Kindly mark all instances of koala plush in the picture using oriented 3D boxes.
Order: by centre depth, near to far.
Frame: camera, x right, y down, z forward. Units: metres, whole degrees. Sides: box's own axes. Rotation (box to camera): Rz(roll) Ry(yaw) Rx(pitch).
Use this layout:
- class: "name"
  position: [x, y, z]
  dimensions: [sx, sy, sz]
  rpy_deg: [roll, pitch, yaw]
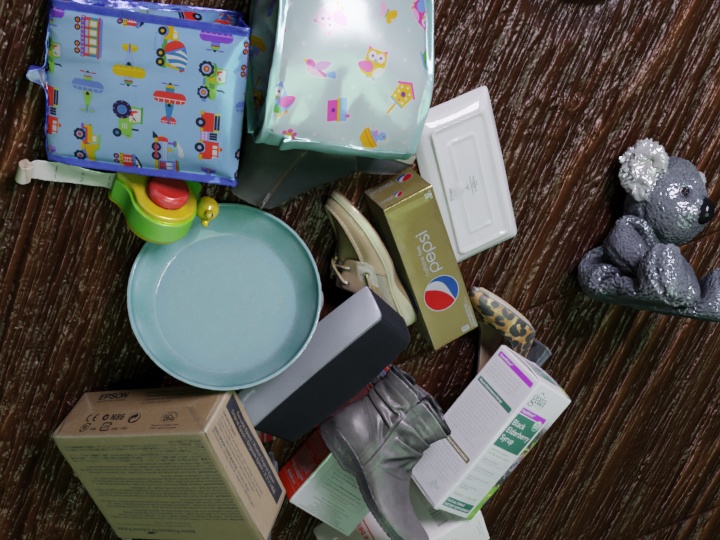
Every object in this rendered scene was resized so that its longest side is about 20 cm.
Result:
- class: "koala plush"
  position: [0.371, -0.053, 1.105]
  dimensions: [0.176, 0.183, 0.202]
  rpy_deg: [14, 86, -37]

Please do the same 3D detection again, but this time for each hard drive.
- class: "hard drive"
  position: [-0.039, 0.111, 0.970]
  dimensions: [0.200, 0.042, 0.135]
  rpy_deg: [-40, 151, 4]

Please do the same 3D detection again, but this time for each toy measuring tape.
- class: "toy measuring tape"
  position: [-0.232, -0.065, 0.864]
  dimensions: [0.198, 0.074, 0.074]
  rpy_deg: [6, 110, -29]

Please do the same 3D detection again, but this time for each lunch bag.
- class: "lunch bag"
  position: [-0.211, -0.171, 0.831]
  dimensions: [0.198, 0.094, 0.152]
  rpy_deg: [3, 114, -14]
- class: "lunch bag"
  position: [-0.021, -0.208, 0.843]
  dimensions: [0.169, 0.122, 0.203]
  rpy_deg: [4, 86, -25]

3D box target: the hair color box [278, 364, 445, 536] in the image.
- class: "hair color box"
  position: [0.004, 0.221, 1.104]
  dimensions: [0.111, 0.064, 0.200]
  rpy_deg: [39, 95, -30]

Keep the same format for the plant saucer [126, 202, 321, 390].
- class: "plant saucer"
  position: [-0.140, 0.029, 0.918]
  dimensions: [0.197, 0.036, 0.202]
  rpy_deg: [3, 71, -7]

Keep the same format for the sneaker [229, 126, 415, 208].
- class: "sneaker"
  position: [-0.041, -0.116, 0.941]
  dimensions: [0.198, 0.075, 0.107]
  rpy_deg: [8, 127, -32]

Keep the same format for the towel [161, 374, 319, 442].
- class: "towel"
  position: [-0.129, 0.153, 1.022]
  dimensions: [0.198, 0.023, 0.146]
  rpy_deg: [-12, 132, -19]

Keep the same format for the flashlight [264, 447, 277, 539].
- class: "flashlight"
  position: [-0.134, 0.316, 1.084]
  dimensions: [0.067, 0.068, 0.202]
  rpy_deg: [-6, 114, -22]

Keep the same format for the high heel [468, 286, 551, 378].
- class: "high heel"
  position: [0.157, 0.115, 1.115]
  dimensions: [0.143, 0.071, 0.200]
  rpy_deg: [-50, 131, -4]

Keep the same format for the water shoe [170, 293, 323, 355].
- class: "water shoe"
  position: [-0.126, 0.071, 0.971]
  dimensions: [0.198, 0.079, 0.072]
  rpy_deg: [-18, 119, -15]

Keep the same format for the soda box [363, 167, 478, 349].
- class: "soda box"
  position: [0.072, -0.012, 1.026]
  dimensions: [0.064, 0.068, 0.201]
  rpy_deg: [-28, 120, -9]

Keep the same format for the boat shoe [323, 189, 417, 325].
- class: "boat shoe"
  position: [0.000, 0.000, 1.001]
  dimensions: [0.065, 0.072, 0.201]
  rpy_deg: [-32, 126, -7]

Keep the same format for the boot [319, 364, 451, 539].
- class: "boot"
  position: [0.055, 0.221, 1.022]
  dimensions: [0.131, 0.070, 0.201]
  rpy_deg: [-34, 96, 0]

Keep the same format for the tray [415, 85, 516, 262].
- class: "tray"
  position: [0.127, -0.104, 1.036]
  dimensions: [0.106, 0.022, 0.202]
  rpy_deg: [-24, 120, -11]

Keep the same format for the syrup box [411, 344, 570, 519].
- class: "syrup box"
  position: [0.154, 0.198, 1.077]
  dimensions: [0.078, 0.082, 0.201]
  rpy_deg: [30, 103, -43]

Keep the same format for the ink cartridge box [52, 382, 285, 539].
- class: "ink cartridge box"
  position: [-0.201, 0.208, 0.944]
  dimensions: [0.198, 0.075, 0.166]
  rpy_deg: [-6, 124, 23]

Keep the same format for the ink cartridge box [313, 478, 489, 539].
- class: "ink cartridge box"
  position: [0.051, 0.341, 1.145]
  dimensions: [0.199, 0.117, 0.068]
  rpy_deg: [-27, 128, -9]
